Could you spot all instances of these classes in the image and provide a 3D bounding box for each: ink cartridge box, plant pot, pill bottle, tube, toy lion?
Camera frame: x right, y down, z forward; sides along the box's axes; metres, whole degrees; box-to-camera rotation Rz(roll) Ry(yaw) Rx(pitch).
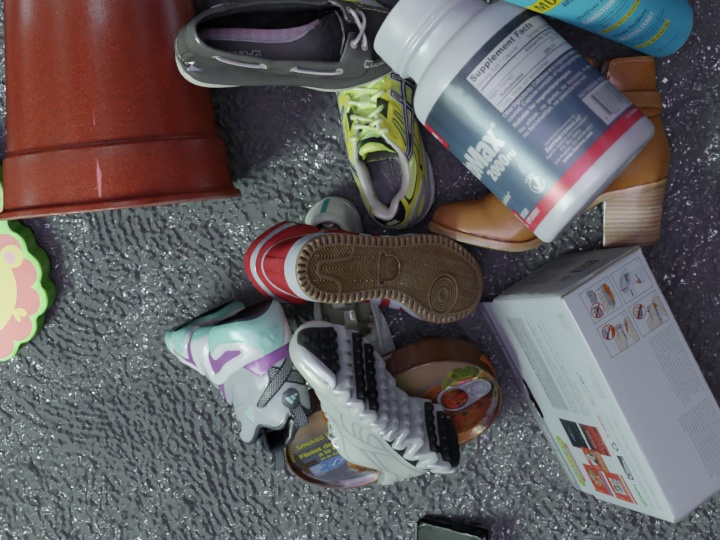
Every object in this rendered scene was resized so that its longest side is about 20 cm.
[{"bbox_3d":[0.200,0.089,1.025,0.083,0.175,0.201,-30,97,-16],"label":"ink cartridge box"},{"bbox_3d":[-0.206,-0.148,1.012,0.199,0.201,0.197,-5,94,11],"label":"plant pot"},{"bbox_3d":[0.110,-0.130,0.930,0.200,0.119,0.120,45,106,8],"label":"pill bottle"},{"bbox_3d":[0.169,-0.204,0.905,0.077,0.199,0.051,-45,54,32],"label":"tube"},{"bbox_3d":[-0.368,-0.018,1.131,0.190,0.069,0.202,18,105,-2],"label":"toy lion"}]

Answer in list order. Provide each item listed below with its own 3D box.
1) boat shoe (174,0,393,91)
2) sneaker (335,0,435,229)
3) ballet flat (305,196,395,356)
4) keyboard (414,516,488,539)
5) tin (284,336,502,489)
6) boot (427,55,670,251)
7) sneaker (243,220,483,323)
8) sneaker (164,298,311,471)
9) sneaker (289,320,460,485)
[{"bbox_3d":[-0.044,-0.177,0.959,0.198,0.057,0.068,-8,78,-18],"label":"boat shoe"},{"bbox_3d":[0.017,-0.132,1.026,0.075,0.076,0.202,-16,97,15],"label":"sneaker"},{"bbox_3d":[-0.013,0.037,1.075,0.069,0.069,0.202,-10,101,12],"label":"ballet flat"},{"bbox_3d":[0.099,0.326,1.145,0.103,0.040,0.202,9,106,32],"label":"keyboard"},{"bbox_3d":[0.025,0.124,1.077,0.199,0.042,0.112,-25,134,14],"label":"tin"},{"bbox_3d":[0.151,-0.097,1.012,0.198,0.077,0.157,-1,101,12],"label":"boot"},{"bbox_3d":[0.000,0.000,1.014,0.112,0.199,0.072,6,88,52],"label":"sneaker"},{"bbox_3d":[-0.096,0.101,1.044,0.077,0.200,0.141,-25,97,-19],"label":"sneaker"},{"bbox_3d":[-0.001,0.115,0.999,0.081,0.076,0.200,-25,130,25],"label":"sneaker"}]
